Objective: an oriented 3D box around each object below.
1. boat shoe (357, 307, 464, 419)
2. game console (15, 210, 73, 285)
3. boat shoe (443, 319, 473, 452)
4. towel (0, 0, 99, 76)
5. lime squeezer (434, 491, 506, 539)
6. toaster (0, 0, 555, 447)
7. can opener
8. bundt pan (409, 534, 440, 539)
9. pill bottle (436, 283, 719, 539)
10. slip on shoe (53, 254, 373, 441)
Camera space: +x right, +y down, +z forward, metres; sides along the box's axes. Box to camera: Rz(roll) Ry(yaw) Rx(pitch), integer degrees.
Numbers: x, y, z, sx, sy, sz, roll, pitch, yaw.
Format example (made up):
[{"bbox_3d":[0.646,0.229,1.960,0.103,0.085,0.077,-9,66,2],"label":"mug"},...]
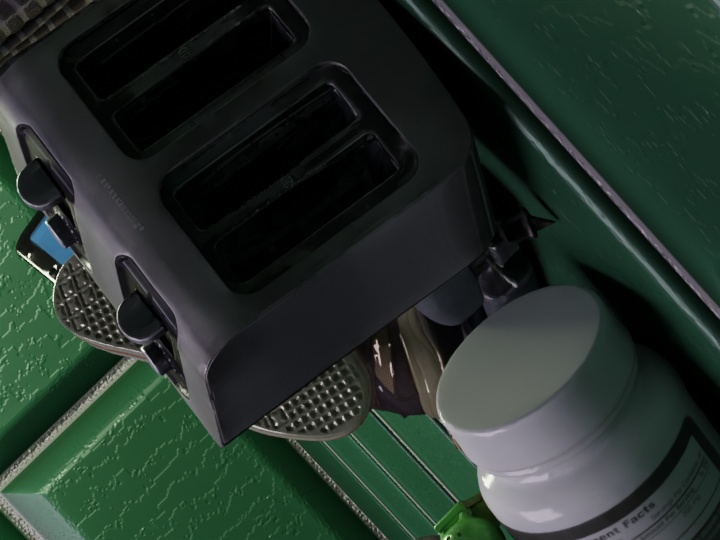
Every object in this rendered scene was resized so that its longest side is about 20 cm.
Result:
[{"bbox_3d":[0.000,0.000,1.373,0.075,0.073,0.201,-78,-26,-58],"label":"boat shoe"},{"bbox_3d":[-0.177,-0.092,1.700,0.200,0.116,0.177,29,139,64],"label":"game console"},{"bbox_3d":[0.052,0.048,1.505,0.200,0.059,0.072,54,-154,-53],"label":"boat shoe"},{"bbox_3d":[-0.227,-0.197,1.454,0.200,0.166,0.086,43,166,20],"label":"towel"},{"bbox_3d":[0.070,0.137,1.300,0.070,0.038,0.200,21,-161,-13],"label":"lime squeezer"},{"bbox_3d":[-0.045,-0.049,1.198,0.181,0.200,0.119,52,172,20],"label":"toaster"},{"bbox_3d":[0.054,0.010,1.351,0.053,0.067,0.200,43,171,24],"label":"can opener"},{"bbox_3d":[0.072,0.208,1.324,0.202,0.076,0.202,35,-167,-9],"label":"bundt pan"},{"bbox_3d":[0.129,0.108,1.277,0.200,0.114,0.114,51,171,-28],"label":"pill bottle"},{"bbox_3d":[-0.073,0.037,1.403,0.199,0.074,0.061,20,-176,30],"label":"slip on shoe"}]
